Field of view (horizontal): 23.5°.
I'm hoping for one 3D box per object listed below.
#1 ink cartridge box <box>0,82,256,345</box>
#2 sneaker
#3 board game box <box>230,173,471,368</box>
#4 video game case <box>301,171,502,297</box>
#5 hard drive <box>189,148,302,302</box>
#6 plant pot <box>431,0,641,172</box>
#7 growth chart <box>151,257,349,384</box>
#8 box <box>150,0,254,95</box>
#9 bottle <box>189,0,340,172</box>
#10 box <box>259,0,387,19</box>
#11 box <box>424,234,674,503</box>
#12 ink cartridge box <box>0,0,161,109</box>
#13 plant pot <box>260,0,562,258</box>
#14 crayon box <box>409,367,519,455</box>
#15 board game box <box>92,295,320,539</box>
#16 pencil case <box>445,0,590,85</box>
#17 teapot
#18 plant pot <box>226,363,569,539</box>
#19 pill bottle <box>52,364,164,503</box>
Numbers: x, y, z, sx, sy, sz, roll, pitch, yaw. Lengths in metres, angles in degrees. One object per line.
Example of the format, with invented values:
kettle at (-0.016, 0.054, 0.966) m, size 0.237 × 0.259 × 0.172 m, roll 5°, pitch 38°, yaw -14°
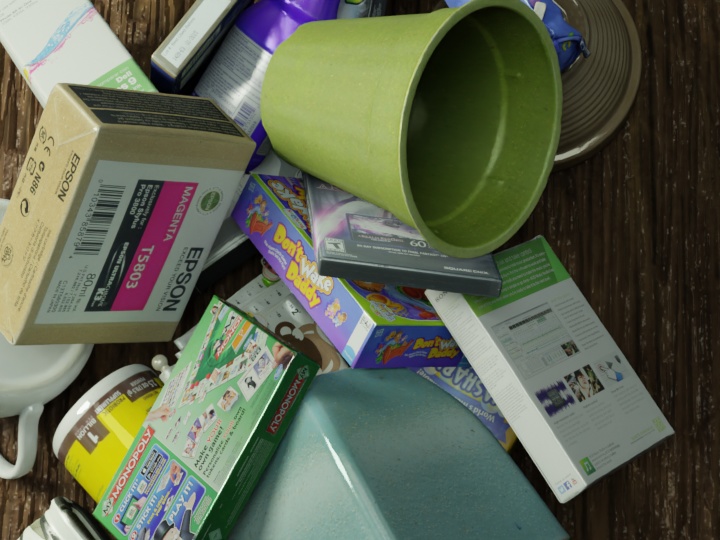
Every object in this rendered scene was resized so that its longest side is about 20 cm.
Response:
ink cartridge box at (-0.195, -0.041, 1.378) m, size 0.075 × 0.164 × 0.201 m, roll 43°, pitch 119°, yaw 37°
sneaker at (-0.230, 0.299, 1.448) m, size 0.115 × 0.076 × 0.201 m, roll -43°, pitch 69°, yaw 3°
board game box at (0.000, 0.000, 1.426) m, size 0.200 × 0.134 × 0.045 m, roll 49°, pitch 122°, yaw 36°
video game case at (0.029, -0.037, 1.392) m, size 0.142 × 0.200 × 0.019 m, roll 7°, pitch 116°, yaw -9°
hard drive at (-0.131, -0.071, 1.526) m, size 0.199 × 0.038 × 0.140 m, roll -35°, pitch 66°, yaw -4°
plant pot at (0.149, -0.192, 1.515) m, size 0.199 × 0.093 × 0.202 m, roll -1°, pitch 76°, yaw 4°
growth chart at (-0.077, 0.070, 1.476) m, size 0.145 × 0.018 × 0.200 m, roll 40°, pitch 58°, yaw 10°
box at (-0.134, -0.202, 1.486) m, size 0.032 × 0.200 × 0.121 m, roll 38°, pitch 82°, yaw -2°
bottle at (-0.075, -0.183, 1.465) m, size 0.083 × 0.065 × 0.201 m, roll 38°, pitch 105°, yaw 20°
box at (-0.028, -0.261, 1.497) m, size 0.109 × 0.035 × 0.202 m, roll 13°, pitch 97°, yaw 22°
box at (0.153, 0.074, 1.391) m, size 0.036 × 0.144 × 0.201 m, roll -41°, pitch 76°, yaw 39°
ink cartridge box at (-0.228, -0.150, 1.483) m, size 0.087 × 0.146 × 0.200 m, roll -36°, pitch 56°, yaw -7°
plant pot at (0.027, -0.128, 1.371) m, size 0.189 × 0.200 × 0.201 m, roll 16°, pitch 76°, yaw 40°
crayon box at (0.075, 0.120, 1.466) m, size 0.125 × 0.052 × 0.201 m, roll 32°, pitch 81°, yaw 12°
board game box at (-0.121, 0.132, 1.330) m, size 0.134 × 0.029 × 0.201 m, roll 31°, pitch 92°, yaw 53°
pencil case at (0.106, -0.239, 1.437) m, size 0.078 × 0.087 × 0.201 m, roll -28°, pitch 75°, yaw -14°
teapot at (-0.327, 0.044, 1.477) m, size 0.197 × 0.146 × 0.201 m, roll 33°, pitch 57°, yaw -21°
plant pot at (0.000, 0.186, 1.350) m, size 0.196 × 0.196 × 0.201 m, roll -43°, pitch 69°, yaw 36°
pill bottle at (-0.156, 0.182, 1.441) m, size 0.109 × 0.109 × 0.200 m, roll -44°, pitch 77°, yaw -6°
